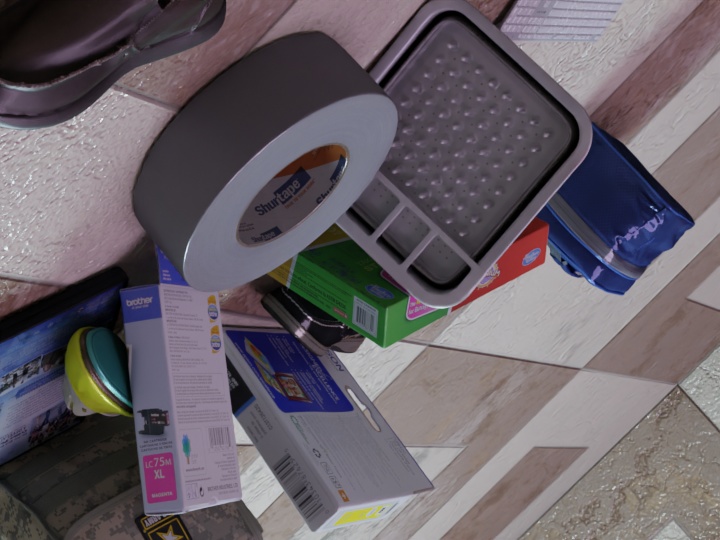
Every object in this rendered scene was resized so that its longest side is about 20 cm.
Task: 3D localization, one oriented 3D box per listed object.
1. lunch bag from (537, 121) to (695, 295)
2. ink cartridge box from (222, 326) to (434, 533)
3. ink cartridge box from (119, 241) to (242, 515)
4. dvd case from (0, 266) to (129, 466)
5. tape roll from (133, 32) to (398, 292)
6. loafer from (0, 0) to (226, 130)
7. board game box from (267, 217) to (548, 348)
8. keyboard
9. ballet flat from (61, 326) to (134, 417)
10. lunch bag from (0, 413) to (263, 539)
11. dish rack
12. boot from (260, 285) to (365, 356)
[{"bbox_3d":[0.249,-0.054,1.907,0.132,0.136,0.200,-44,162,11],"label":"lunch bag"},{"bbox_3d":[-0.041,0.139,1.667,0.047,0.198,0.200,-43,161,16],"label":"ink cartridge box"},{"bbox_3d":[-0.138,0.082,1.415,0.041,0.203,0.119,-7,175,17],"label":"ink cartridge box"},{"bbox_3d":[-0.254,0.087,1.412,0.142,0.018,0.201,-29,157,-36],"label":"dvd case"},{"bbox_3d":[-0.068,-0.077,1.345,0.200,0.066,0.201,-37,161,-15],"label":"tape roll"},{"bbox_3d":[-0.152,-0.147,1.037,0.200,0.073,0.072,-36,157,-40],"label":"loafer"},{"bbox_3d":[0.037,-0.020,1.539,0.199,0.152,0.041,-26,134,-39],"label":"board game box"},{"bbox_3d":[0.176,-0.222,1.591,0.056,0.011,0.199,-51,159,26],"label":"keyboard"},{"bbox_3d":[-0.191,0.088,1.424,0.066,0.067,0.200,-22,167,13],"label":"ballet flat"},{"bbox_3d":[-0.192,0.210,1.498,0.163,0.199,0.119,-27,135,-35],"label":"lunch bag"},{"bbox_3d":[0.069,-0.092,1.429,0.200,0.172,0.043,-50,172,19],"label":"dish rack"},{"bbox_3d":[-0.001,-0.001,1.640,0.154,0.073,0.203,-48,165,9],"label":"boot"}]
